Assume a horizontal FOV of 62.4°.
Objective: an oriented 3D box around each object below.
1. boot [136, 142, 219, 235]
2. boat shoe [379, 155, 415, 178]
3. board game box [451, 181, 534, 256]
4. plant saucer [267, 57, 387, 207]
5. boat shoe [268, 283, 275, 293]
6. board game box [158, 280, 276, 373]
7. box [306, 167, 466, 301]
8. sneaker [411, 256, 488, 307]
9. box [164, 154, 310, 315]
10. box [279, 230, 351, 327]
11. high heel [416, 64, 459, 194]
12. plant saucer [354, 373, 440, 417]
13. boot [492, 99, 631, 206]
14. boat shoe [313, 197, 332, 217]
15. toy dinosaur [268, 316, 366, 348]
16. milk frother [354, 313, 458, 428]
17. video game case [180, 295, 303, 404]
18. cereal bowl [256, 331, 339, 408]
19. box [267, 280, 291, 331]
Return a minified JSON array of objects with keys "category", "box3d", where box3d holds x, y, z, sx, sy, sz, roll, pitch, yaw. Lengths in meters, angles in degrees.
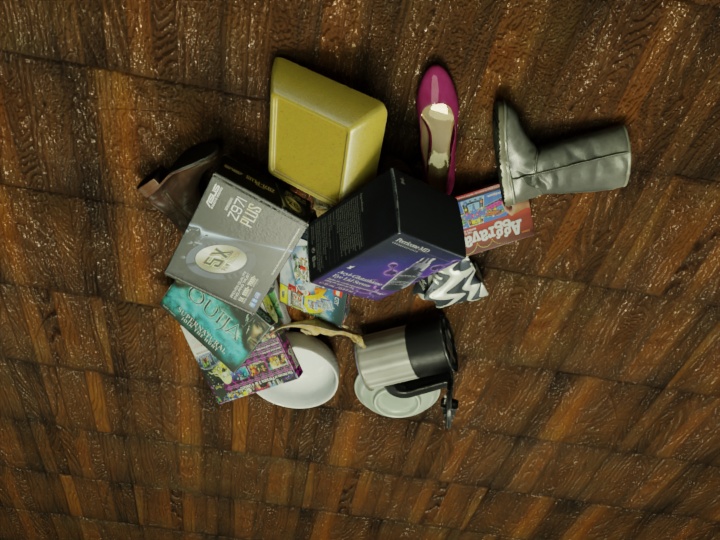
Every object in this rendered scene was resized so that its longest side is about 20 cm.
[{"category":"boot","box3d":[-0.257,-0.107,1.029,0.184,0.065,0.201,-18,126,29]},{"category":"boat shoe","box3d":[0.074,-0.100,1.009,0.071,0.068,0.202,-14,128,-8]},{"category":"board game box","box3d":[0.186,-0.080,0.983,0.197,0.019,0.104,-18,108,-6]},{"category":"plant saucer","box3d":[-0.068,-0.187,0.894,0.198,0.048,0.202,28,137,18]},{"category":"boat shoe","box3d":[-0.170,-0.040,1.074,0.065,0.074,0.202,-8,113,-38]},{"category":"board game box","box3d":[-0.274,0.081,1.131,0.200,0.028,0.136,41,112,1]},{"category":"box","box3d":[0.035,-0.046,0.895,0.147,0.106,0.199,16,149,-39]},{"category":"sneaker","box3d":[0.139,-0.002,1.076,0.128,0.080,0.200,-26,135,13]},{"category":"box","box3d":[-0.196,-0.054,0.962,0.162,0.086,0.201,28,115,-16]},{"category":"box","box3d":[-0.079,0.009,1.089,0.135,0.038,0.201,21,140,9]},{"category":"high heel","box3d":[0.120,-0.200,0.899,0.066,0.097,0.202,-6,130,9]},{"category":"plant saucer","box3d":[0.083,0.281,1.343,0.197,0.051,0.202,2,130,3]},{"category":"boot","box3d":[0.308,-0.191,0.910,0.197,0.073,0.184,-10,123,11]},{"category":"boat shoe","box3d":[-0.042,-0.141,0.982,0.072,0.063,0.202,6,130,-2]},{"category":"toy dinosaur","box3d":[-0.084,0.108,1.163,0.197,0.101,0.059,11,91,-18]},{"category":"milk frother","box3d":[0.097,0.210,1.171,0.186,0.200,0.182,-16,109,17]},{"category":"video game case","box3d":[-0.235,0.155,1.177,0.198,0.036,0.183,-21,100,20]},{"category":"cereal bowl","box3d":[-0.140,0.201,1.269,0.197,0.084,0.202,2,130,2]},{"category":"box","box3d":[-0.252,0.070,1.196,0.197,0.037,0.146,-7,129,8]}]
